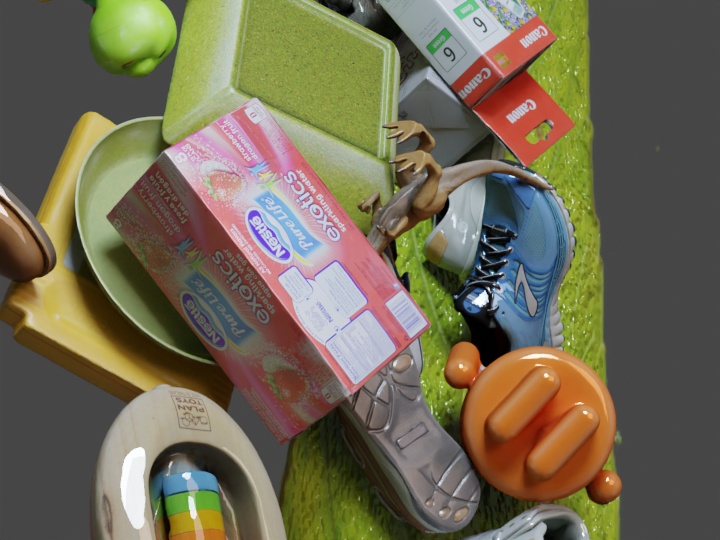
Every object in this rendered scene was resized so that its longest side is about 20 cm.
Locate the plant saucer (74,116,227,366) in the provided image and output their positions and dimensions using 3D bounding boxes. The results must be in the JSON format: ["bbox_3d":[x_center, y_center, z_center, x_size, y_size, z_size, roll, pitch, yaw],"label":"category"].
[{"bbox_3d":[-0.121,-0.017,1.071,0.199,0.031,0.201,23,49,-28],"label":"plant saucer"}]

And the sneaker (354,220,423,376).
[{"bbox_3d":[0.000,0.000,1.177,0.079,0.078,0.201,-25,84,-55],"label":"sneaker"}]

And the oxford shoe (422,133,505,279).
[{"bbox_3d":[0.093,-0.076,1.328,0.057,0.075,0.201,16,46,-1],"label":"oxford shoe"}]

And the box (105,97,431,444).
[{"bbox_3d":[-0.063,0.001,1.013,0.200,0.095,0.103,52,45,0],"label":"box"}]

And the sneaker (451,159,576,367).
[{"bbox_3d":[0.121,0.008,1.225,0.090,0.078,0.201,-20,117,-34],"label":"sneaker"}]

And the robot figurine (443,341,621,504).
[{"bbox_3d":[0.132,0.117,1.148,0.143,0.200,0.118,5,83,3],"label":"robot figurine"}]

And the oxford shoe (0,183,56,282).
[{"bbox_3d":[-0.290,-0.042,0.956,0.199,0.071,0.071,31,48,-5],"label":"oxford shoe"}]

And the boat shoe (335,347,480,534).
[{"bbox_3d":[0.012,0.110,1.114,0.075,0.072,0.201,-24,82,-31],"label":"boat shoe"}]

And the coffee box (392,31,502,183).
[{"bbox_3d":[0.072,-0.181,1.347,0.080,0.113,0.201,35,44,-18],"label":"coffee box"}]

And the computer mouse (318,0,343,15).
[{"bbox_3d":[-0.080,-0.233,1.301,0.199,0.046,0.141,15,47,-49],"label":"computer mouse"}]

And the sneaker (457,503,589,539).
[{"bbox_3d":[0.079,0.215,1.066,0.199,0.115,0.074,-14,73,-45],"label":"sneaker"}]

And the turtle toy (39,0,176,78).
[{"bbox_3d":[-0.180,-0.240,1.157,0.101,0.145,0.201,43,38,-42],"label":"turtle toy"}]

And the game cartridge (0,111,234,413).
[{"bbox_3d":[-0.153,0.002,1.071,0.176,0.032,0.201,31,43,-21],"label":"game cartridge"}]

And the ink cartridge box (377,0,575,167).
[{"bbox_3d":[0.109,-0.192,1.263,0.200,0.050,0.109,49,41,2],"label":"ink cartridge box"}]

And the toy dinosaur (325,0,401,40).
[{"bbox_3d":[0.011,-0.247,1.326,0.102,0.077,0.201,36,30,-20],"label":"toy dinosaur"}]

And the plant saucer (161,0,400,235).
[{"bbox_3d":[-0.045,-0.145,1.163,0.199,0.048,0.201,24,46,-23],"label":"plant saucer"}]

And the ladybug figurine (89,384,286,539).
[{"bbox_3d":[-0.115,0.170,0.952,0.135,0.072,0.201,12,55,-36],"label":"ladybug figurine"}]

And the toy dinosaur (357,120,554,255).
[{"bbox_3d":[0.052,-0.062,1.133,0.199,0.107,0.060,-34,48,-20],"label":"toy dinosaur"}]
